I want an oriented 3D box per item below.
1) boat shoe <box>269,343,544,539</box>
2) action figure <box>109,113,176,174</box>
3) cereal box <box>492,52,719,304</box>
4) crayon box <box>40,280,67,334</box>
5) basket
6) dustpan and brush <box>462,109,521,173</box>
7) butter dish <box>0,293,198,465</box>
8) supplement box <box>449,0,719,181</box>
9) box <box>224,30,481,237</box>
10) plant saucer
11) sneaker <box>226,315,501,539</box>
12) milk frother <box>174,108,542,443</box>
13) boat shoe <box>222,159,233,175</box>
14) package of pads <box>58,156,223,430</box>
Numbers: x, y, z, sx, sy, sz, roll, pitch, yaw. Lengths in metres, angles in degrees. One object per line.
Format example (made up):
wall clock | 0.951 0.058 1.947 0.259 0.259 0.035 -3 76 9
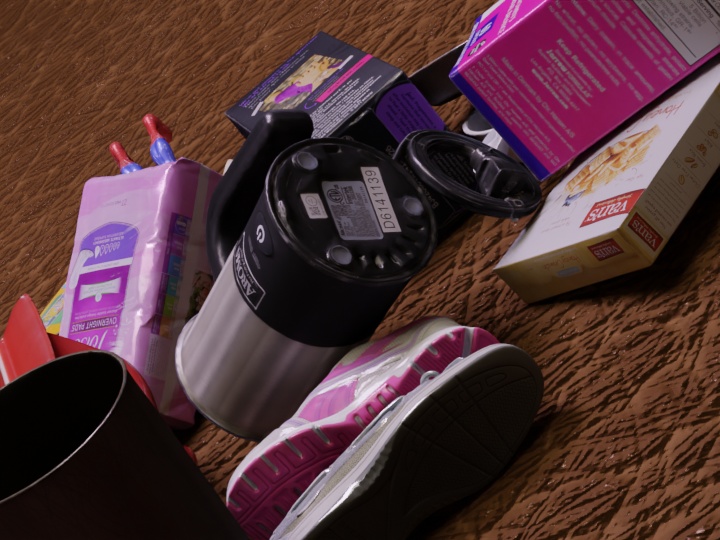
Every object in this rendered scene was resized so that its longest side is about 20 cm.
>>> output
boat shoe | 0.024 0.116 1.449 0.202 0.074 0.065 -47 27 1
action figure | -0.153 -0.056 1.948 0.065 0.052 0.200 -35 34 4
cereal box | 0.184 -0.070 1.566 0.200 0.040 0.144 -52 16 -29
crayon box | -0.194 0.017 1.998 0.126 0.052 0.200 -12 34 47
basket | -0.143 0.166 1.445 0.180 0.200 0.136 -10 36 49
dustpan and brush | 0.119 -0.111 1.737 0.140 0.057 0.200 -25 27 32
butter dish | -0.184 0.137 1.655 0.199 0.148 0.200 -132 50 -67
supplement box | 0.170 -0.167 1.593 0.200 0.103 0.101 -35 14 28
box | -0.004 -0.090 1.809 0.106 0.122 0.200 -41 22 -4
plant saucer | 0.118 -0.174 1.821 0.200 0.032 0.200 -28 1 1
sneaker | 0.002 0.099 1.518 0.200 0.081 0.088 -33 18 -1
milk frother | 0.000 0.000 1.610 0.188 0.200 0.181 123 154 -46
boat shoe | -0.084 -0.032 1.908 0.062 0.071 0.200 4 22 -5
package of pads | -0.167 0.021 1.814 0.120 0.076 0.200 -10 66 49
